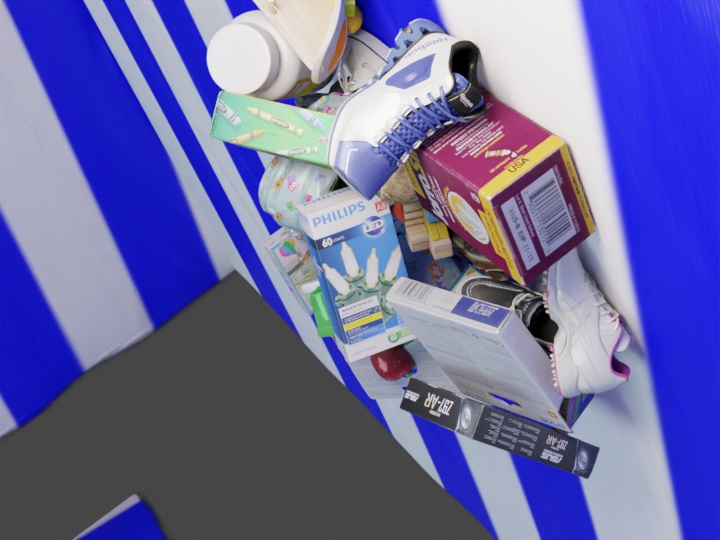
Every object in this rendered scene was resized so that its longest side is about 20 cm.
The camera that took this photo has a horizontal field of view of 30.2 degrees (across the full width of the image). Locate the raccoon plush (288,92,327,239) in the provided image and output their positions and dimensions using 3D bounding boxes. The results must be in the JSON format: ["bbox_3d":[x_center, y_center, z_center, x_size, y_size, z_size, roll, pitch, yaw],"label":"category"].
[{"bbox_3d":[-0.066,-0.153,1.859,0.097,0.200,0.134,13,161,49],"label":"raccoon plush"}]

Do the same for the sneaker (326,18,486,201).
[{"bbox_3d":[0.056,-0.164,1.336,0.115,0.200,0.081,21,165,49],"label":"sneaker"}]

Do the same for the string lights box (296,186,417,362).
[{"bbox_3d":[0.000,0.000,1.637,0.059,0.103,0.200,-135,26,-66],"label":"string lights box"}]

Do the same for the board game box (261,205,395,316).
[{"bbox_3d":[-0.033,-0.043,2.004,0.135,0.200,0.034,61,168,-29],"label":"board game box"}]

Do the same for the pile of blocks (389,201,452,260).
[{"bbox_3d":[0.058,-0.108,1.611,0.082,0.062,0.200,120,135,-80],"label":"pile of blocks"}]

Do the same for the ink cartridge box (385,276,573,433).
[{"bbox_3d":[0.149,0.099,1.588,0.196,0.043,0.200,16,154,49],"label":"ink cartridge box"}]

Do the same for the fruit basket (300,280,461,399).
[{"bbox_3d":[0.030,0.086,1.788,0.185,0.094,0.200,-11,122,49],"label":"fruit basket"}]

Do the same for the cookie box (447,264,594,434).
[{"bbox_3d":[0.199,0.104,1.684,0.200,0.075,0.171,33,162,19],"label":"cookie box"}]

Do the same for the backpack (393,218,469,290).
[{"bbox_3d":[0.077,0.023,1.865,0.200,0.150,0.178,22,146,56],"label":"backpack"}]

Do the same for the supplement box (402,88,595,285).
[{"bbox_3d":[0.134,-0.098,1.392,0.200,0.103,0.131,42,165,49],"label":"supplement box"}]

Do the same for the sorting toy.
[{"bbox_3d":[-0.063,-0.348,1.503,0.200,0.107,0.180,52,162,14],"label":"sorting toy"}]

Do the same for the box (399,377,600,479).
[{"bbox_3d":[0.172,0.195,1.654,0.200,0.044,0.160,22,176,-32],"label":"box"}]

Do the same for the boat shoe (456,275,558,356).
[{"bbox_3d":[0.199,0.055,1.570,0.200,0.072,0.068,31,165,23],"label":"boat shoe"}]

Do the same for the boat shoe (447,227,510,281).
[{"bbox_3d":[0.163,-0.028,1.586,0.074,0.076,0.200,50,179,-15],"label":"boat shoe"}]

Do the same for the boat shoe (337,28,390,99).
[{"bbox_3d":[0.011,-0.217,1.592,0.202,0.086,0.075,45,166,37],"label":"boat shoe"}]

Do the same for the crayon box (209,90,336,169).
[{"bbox_3d":[-0.061,-0.155,1.563,0.200,0.058,0.119,15,-177,21],"label":"crayon box"}]

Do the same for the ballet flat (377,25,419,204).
[{"bbox_3d":[0.062,-0.170,1.487,0.071,0.065,0.200,-55,-26,-69],"label":"ballet flat"}]

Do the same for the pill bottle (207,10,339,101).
[{"bbox_3d":[-0.109,-0.267,1.653,0.113,0.113,0.200,54,-156,3],"label":"pill bottle"}]

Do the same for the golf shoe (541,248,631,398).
[{"bbox_3d":[0.249,0.046,1.465,0.075,0.091,0.200,-61,-36,-58],"label":"golf shoe"}]

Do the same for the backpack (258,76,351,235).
[{"bbox_3d":[-0.039,-0.134,1.713,0.126,0.200,0.167,24,161,21],"label":"backpack"}]
